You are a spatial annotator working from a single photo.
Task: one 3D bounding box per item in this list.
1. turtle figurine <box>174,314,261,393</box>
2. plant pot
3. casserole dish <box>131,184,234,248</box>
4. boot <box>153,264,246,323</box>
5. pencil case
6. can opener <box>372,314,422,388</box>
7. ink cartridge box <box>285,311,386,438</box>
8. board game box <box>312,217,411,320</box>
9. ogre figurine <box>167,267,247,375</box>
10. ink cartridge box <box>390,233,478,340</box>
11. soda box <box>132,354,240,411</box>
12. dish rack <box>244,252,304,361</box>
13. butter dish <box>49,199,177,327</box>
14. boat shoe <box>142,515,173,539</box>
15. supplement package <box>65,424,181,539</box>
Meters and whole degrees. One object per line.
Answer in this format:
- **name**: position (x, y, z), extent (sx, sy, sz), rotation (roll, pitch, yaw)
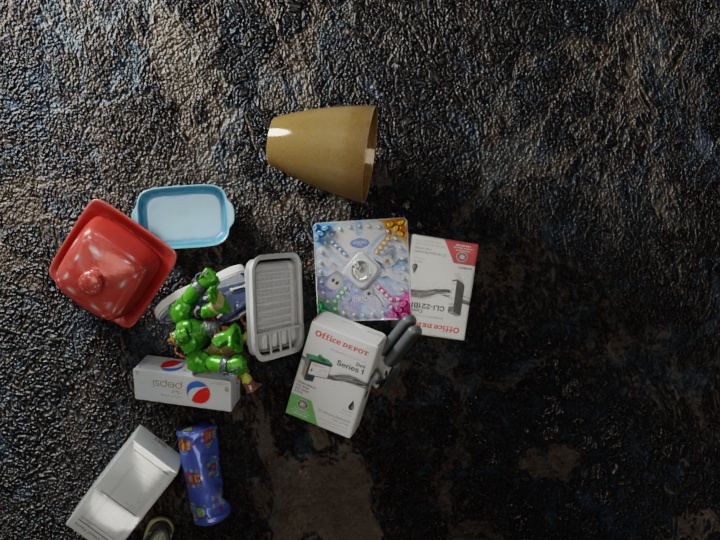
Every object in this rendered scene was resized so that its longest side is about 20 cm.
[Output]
- **turtle figurine**: position (-0.258, 0.170, 1.475), extent (0.198, 0.064, 0.163), rotation (-25, 96, -7)
- **plant pot**: position (-0.076, -0.237, 1.442), extent (0.197, 0.186, 0.189), rotation (8, 91, 6)
- **casserole dish**: position (-0.348, -0.106, 1.463), extent (0.197, 0.039, 0.123), rotation (-5, 94, -7)
- **boot**: position (-0.299, 0.070, 1.449), extent (0.198, 0.073, 0.091), rotation (-27, 73, -7)
- **pencil case**: position (-0.310, 0.399, 1.471), extent (0.077, 0.087, 0.203), rotation (-8, 94, 22)
- **can opener**: position (0.068, 0.164, 1.487), extent (0.066, 0.201, 0.053), rotation (-5, 51, -34)
- **ink cartridge box**: position (-0.048, 0.203, 1.460), extent (0.145, 0.084, 0.202), rotation (19, 104, 10)
- **board game box**: position (0.000, 0.000, 1.481), extent (0.197, 0.026, 0.203), rotation (-2, 90, 16)
- **ogre figurine**: position (-0.290, 0.112, 1.384), extent (0.119, 0.098, 0.202), rotation (-25, 99, 17)
- **ink cartridge box**: position (0.151, 0.034, 1.519), extent (0.142, 0.084, 0.203), rotation (8, 92, -8)
- **soda box**: position (-0.334, 0.218, 1.433), extent (0.197, 0.064, 0.069), rotation (6, 111, 9)
- **dish rack**: position (-0.173, 0.068, 1.451), extent (0.043, 0.171, 0.203), rotation (1, 94, 29)
- **butter dish**: position (-0.480, 0.005, 1.379), extent (0.199, 0.148, 0.200), rotation (35, 105, -9)
- **boat shoe**: position (-0.421, 0.595, 1.470), extent (0.071, 0.066, 0.203), rotation (16, 90, -9)
- **supplement package**: position (-0.454, 0.424, 1.435), extent (0.113, 0.110, 0.201), rotation (39, 86, -8)
